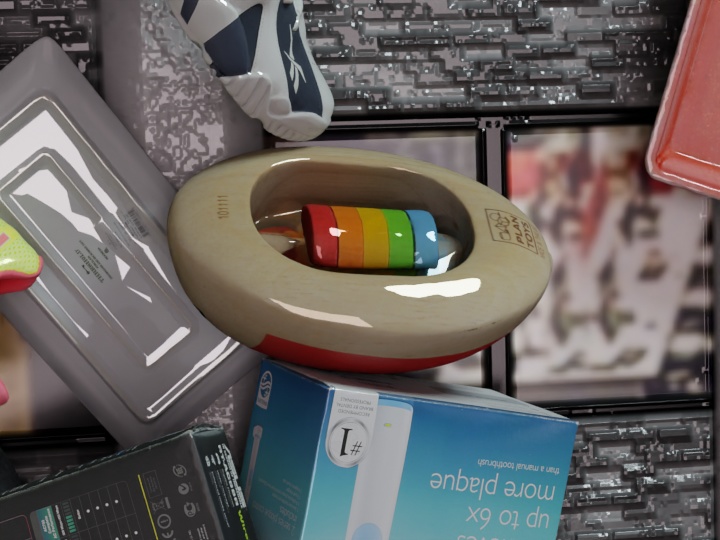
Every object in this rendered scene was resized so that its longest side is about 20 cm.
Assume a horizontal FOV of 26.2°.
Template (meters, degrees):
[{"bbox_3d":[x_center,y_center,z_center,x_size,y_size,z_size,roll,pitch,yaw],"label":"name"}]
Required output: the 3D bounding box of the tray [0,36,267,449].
[{"bbox_3d":[-0.132,-0.006,0.774,0.107,0.022,0.201,-40,108,-5],"label":"tray"}]

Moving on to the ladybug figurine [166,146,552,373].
[{"bbox_3d":[0.000,0.000,0.767,0.197,0.137,0.073,5,131,-13],"label":"ladybug figurine"}]

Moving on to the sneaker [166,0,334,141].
[{"bbox_3d":[-0.036,-0.162,0.732,0.129,0.080,0.200,-33,119,7],"label":"sneaker"}]

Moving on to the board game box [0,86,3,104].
[{"bbox_3d":[-0.285,-0.125,0.754,0.197,0.028,0.137,-13,95,-7],"label":"board game box"}]

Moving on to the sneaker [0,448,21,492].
[{"bbox_3d":[-0.263,0.097,0.759,0.198,0.074,0.082,18,101,-4],"label":"sneaker"}]

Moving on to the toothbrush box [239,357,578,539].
[{"bbox_3d":[0.011,0.157,0.773,0.145,0.085,0.203,11,93,-27],"label":"toothbrush box"}]

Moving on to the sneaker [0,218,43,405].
[{"bbox_3d":[-0.206,0.054,0.694,0.090,0.078,0.202,28,71,-15],"label":"sneaker"}]

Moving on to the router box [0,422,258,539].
[{"bbox_3d":[-0.106,0.187,0.687,0.148,0.062,0.203,-18,84,7],"label":"router box"}]

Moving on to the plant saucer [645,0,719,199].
[{"bbox_3d":[0.263,-0.120,0.829,0.197,0.037,0.203,16,90,-9],"label":"plant saucer"}]
